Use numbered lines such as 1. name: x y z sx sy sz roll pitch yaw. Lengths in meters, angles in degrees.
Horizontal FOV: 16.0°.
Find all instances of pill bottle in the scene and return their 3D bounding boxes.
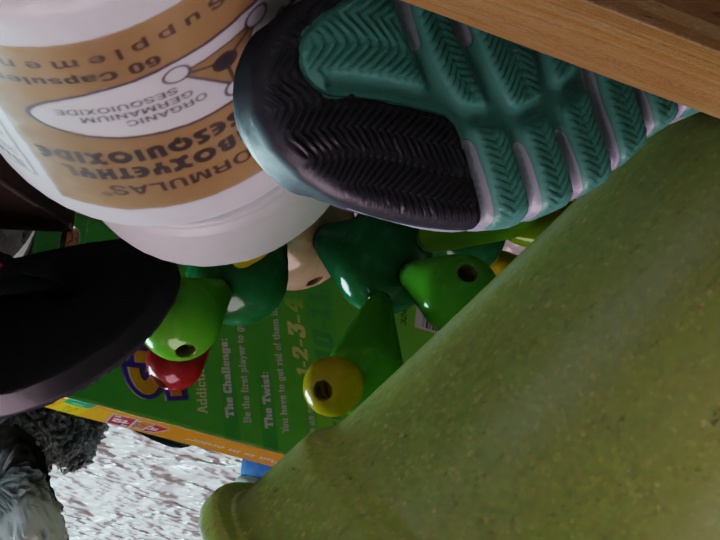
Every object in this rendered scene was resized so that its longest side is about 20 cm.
1. pill bottle: -0.058 -0.076 0.678 0.114 0.115 0.200 4 160 11

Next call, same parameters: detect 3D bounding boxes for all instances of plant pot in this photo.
1. plant pot: 0.087 0.060 0.737 0.200 0.184 0.200 38 -174 -5

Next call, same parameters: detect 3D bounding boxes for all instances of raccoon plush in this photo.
1. raccoon plush: -0.133 0.082 1.072 0.134 0.200 0.097 24 121 -41

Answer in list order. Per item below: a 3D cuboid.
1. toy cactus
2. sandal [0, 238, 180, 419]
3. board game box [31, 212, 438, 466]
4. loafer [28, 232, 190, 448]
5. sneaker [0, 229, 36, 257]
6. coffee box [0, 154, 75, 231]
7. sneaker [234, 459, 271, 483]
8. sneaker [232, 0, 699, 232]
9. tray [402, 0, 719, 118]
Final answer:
1. toy cactus: 0.000 0.000 0.883 0.200 0.103 0.165 -23 -154 -28
2. sandal: -0.155 0.013 0.786 0.199 0.075 0.045 -7 121 2
3. board game box: -0.037 0.024 0.976 0.199 0.096 0.030 18 157 -27
4. loafer: -0.100 0.011 1.024 0.072 0.073 0.200 -31 151 21
5. sneaker: -0.177 0.019 0.879 0.071 0.201 0.098 35 169 23
6. coffee box: -0.161 -0.070 0.737 0.113 0.080 0.200 2 170 14
7. sneaker: 0.040 0.079 1.060 0.199 0.112 0.077 13 170 38
8. sneaker: 0.034 -0.050 0.681 0.200 0.075 0.087 -16 -178 -39
9. tray: 0.085 -0.090 0.610 0.199 0.099 0.037 18 159 -27
